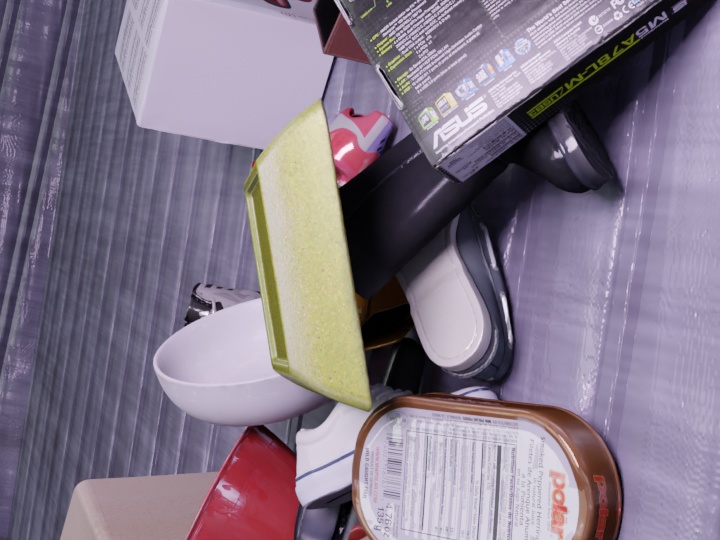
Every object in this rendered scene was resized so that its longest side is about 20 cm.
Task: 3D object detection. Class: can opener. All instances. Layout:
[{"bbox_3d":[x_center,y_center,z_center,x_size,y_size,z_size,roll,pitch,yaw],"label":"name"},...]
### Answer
[{"bbox_3d":[0.011,0.151,1.000,0.063,0.078,0.202,-136,66,-72],"label":"can opener"}]

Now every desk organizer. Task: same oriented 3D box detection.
[{"bbox_3d":[-0.004,-0.279,1.164,0.201,0.076,0.072,-103,31,-42],"label":"desk organizer"}]

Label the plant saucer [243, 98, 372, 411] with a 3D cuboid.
[{"bbox_3d":[-0.045,-0.002,0.876,0.200,0.047,0.202,161,100,-81],"label":"plant saucer"}]

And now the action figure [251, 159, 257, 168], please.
[{"bbox_3d":[-0.070,-0.060,1.178,0.099,0.065,0.201,53,165,32],"label":"action figure"}]

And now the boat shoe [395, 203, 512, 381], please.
[{"bbox_3d":[0.065,-0.006,0.914,0.073,0.062,0.201,-32,49,24],"label":"boat shoe"}]

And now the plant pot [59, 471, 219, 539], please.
[{"bbox_3d":[-0.193,0.343,1.269,0.178,0.198,0.201,56,134,44],"label":"plant pot"}]

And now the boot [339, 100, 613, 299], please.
[{"bbox_3d":[0.062,-0.051,0.835,0.199,0.066,0.165,-37,29,18],"label":"boot"}]

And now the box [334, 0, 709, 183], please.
[{"bbox_3d":[0.085,-0.188,0.761,0.199,0.047,0.194,-36,64,15],"label":"box"}]

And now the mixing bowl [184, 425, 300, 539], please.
[{"bbox_3d":[-0.087,0.244,1.091,0.200,0.108,0.202,25,-90,-84],"label":"mixing bowl"}]

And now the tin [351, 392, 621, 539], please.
[{"bbox_3d":[0.072,0.139,0.792,0.199,0.042,0.113,1,89,44],"label":"tin"}]

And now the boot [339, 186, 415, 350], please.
[{"bbox_3d":[0.001,0.000,1.047,0.201,0.070,0.145,-28,46,53],"label":"boot"}]

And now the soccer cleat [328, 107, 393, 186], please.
[{"bbox_3d":[-0.022,-0.123,1.193,0.077,0.067,0.200,-47,18,-3],"label":"soccer cleat"}]

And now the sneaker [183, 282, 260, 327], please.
[{"bbox_3d":[-0.120,0.071,1.266,0.201,0.114,0.076,-134,56,-62],"label":"sneaker"}]

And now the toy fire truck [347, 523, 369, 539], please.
[{"bbox_3d":[0.033,0.246,0.864,0.177,0.127,0.202,-117,31,-54],"label":"toy fire truck"}]

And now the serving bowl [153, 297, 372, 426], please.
[{"bbox_3d":[-0.079,0.085,1.096,0.200,0.198,0.066,-145,40,-65],"label":"serving bowl"}]

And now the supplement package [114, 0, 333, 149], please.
[{"bbox_3d":[-0.149,-0.246,1.353,0.200,0.189,0.148,-119,42,-55],"label":"supplement package"}]

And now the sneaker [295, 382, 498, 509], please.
[{"bbox_3d":[0.016,0.116,0.922,0.199,0.073,0.071,-30,67,36],"label":"sneaker"}]
